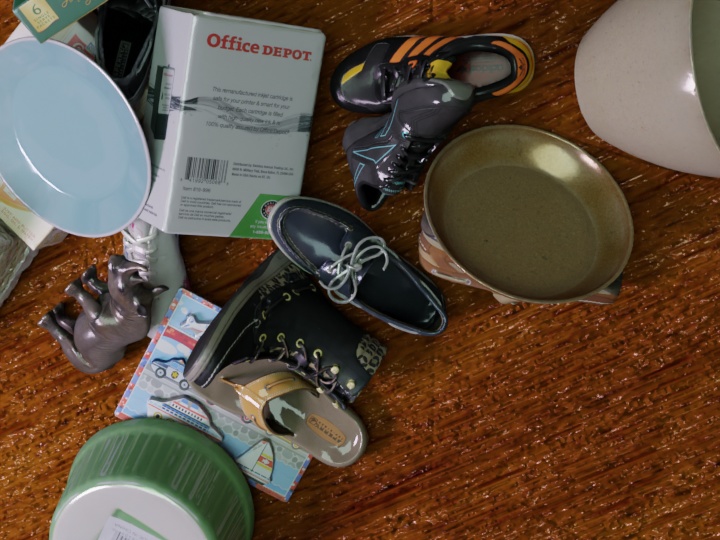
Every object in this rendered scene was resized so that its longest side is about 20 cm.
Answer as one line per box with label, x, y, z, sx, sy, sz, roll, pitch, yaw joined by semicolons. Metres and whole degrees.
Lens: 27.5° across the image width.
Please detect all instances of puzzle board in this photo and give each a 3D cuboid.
puzzle board;-0.126;0.127;1.467;0.198;0.017;0.152;28;103;-7

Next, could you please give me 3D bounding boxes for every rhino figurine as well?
rhino figurine;-0.246;0.039;1.438;0.087;0.060;0.200;45;139;-4

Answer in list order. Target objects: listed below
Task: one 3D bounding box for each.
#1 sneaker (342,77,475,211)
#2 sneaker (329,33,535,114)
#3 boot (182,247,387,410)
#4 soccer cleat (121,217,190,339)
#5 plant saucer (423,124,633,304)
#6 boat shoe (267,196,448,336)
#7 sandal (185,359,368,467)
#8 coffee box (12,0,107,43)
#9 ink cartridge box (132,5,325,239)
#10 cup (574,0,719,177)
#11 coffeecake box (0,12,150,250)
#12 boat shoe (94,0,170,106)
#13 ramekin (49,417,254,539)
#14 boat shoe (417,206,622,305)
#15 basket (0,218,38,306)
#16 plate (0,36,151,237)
sneaker;0.047;-0.115;1.338;0.074;0.200;0.080;7;72;-23
sneaker;0.062;-0.185;1.365;0.197;0.090;0.071;-5;98;11
boot;-0.065;0.077;1.383;0.153;0.204;0.074;41;127;-3
soccer cleat;-0.211;-0.026;1.446;0.069;0.086;0.203;-1;99;11
plant saucer;0.151;-0.045;1.346;0.198;0.201;0.036;26;143;6
boat shoe;0.000;0.000;1.390;0.199;0.062;0.075;39;94;-18
sandal;-0.078;0.131;1.432;0.199;0.054;0.081;33;103;-9
coffee box;-0.258;-0.294;1.356;0.122;0.201;0.044;-31;122;9
ink cartridge box;-0.124;-0.138;1.378;0.145;0.083;0.203;4;102;-34
cup;0.274;-0.173;1.291;0.142;0.199;0.203;-6;99;40
coffeecake box;-0.303;-0.148;1.452;0.153;0.073;0.200;43;103;3
boat shoe;-0.215;-0.253;1.380;0.071;0.068;0.203;13;67;-8
ramekin;-0.211;0.258;1.459;0.197;0.098;0.203;4;115;9
boat shoe;0.148;-0.008;1.393;0.197;0.076;0.074;18;134;-1
basket;-0.462;-0.011;1.461;0.197;0.161;0.201;37;102;4
plate;-0.272;-0.126;1.369;0.198;0.026;0.202;16;126;22
